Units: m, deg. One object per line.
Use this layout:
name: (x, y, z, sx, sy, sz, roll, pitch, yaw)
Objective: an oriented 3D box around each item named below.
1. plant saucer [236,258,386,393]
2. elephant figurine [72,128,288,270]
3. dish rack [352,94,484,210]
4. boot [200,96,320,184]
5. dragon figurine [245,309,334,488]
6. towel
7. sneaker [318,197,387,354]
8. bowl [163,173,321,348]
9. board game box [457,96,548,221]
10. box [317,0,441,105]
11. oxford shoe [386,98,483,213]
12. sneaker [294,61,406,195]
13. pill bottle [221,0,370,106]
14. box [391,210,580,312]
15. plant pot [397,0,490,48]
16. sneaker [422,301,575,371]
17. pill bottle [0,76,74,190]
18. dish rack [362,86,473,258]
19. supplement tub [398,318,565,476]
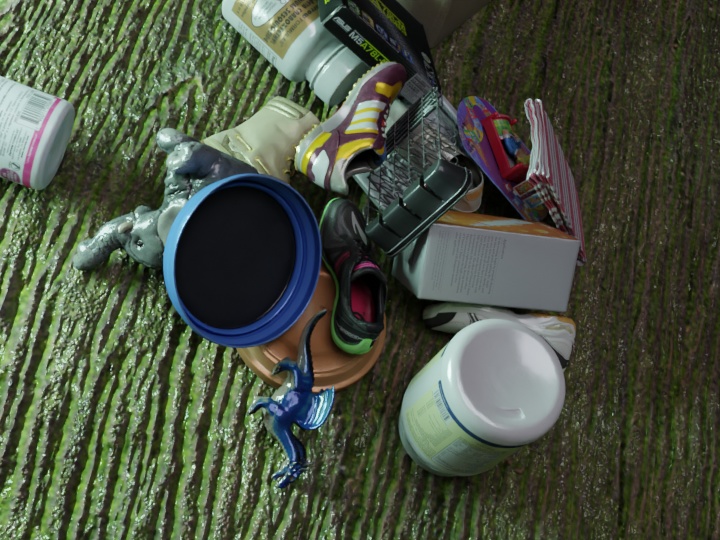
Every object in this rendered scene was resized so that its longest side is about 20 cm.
plant saucer: (-0.062, 0.057, 1.248, 0.200, 0.032, 0.200, 7, 64, -15)
elephant figurine: (-0.216, -0.056, 1.200, 0.155, 0.141, 0.200, 27, 93, 36)
dish rack: (0.066, -0.160, 1.388, 0.200, 0.044, 0.172, -34, 78, -28)
boot: (-0.093, -0.131, 1.301, 0.200, 0.073, 0.155, 42, 59, 17)
dragon figurine: (-0.065, 0.150, 1.164, 0.099, 0.059, 0.200, 31, 77, -5)
towel: (0.263, -0.117, 1.361, 0.030, 0.200, 0.146, -14, 49, 21)
sneaker: (0.000, 0.000, 1.225, 0.077, 0.084, 0.200, 3, 66, -32)
bowl: (-0.135, -0.012, 1.154, 0.200, 0.039, 0.201, -10, 106, -38)
board game box: (0.213, -0.165, 1.387, 0.200, 0.039, 0.158, 47, 36, -16)
box: (0.022, -0.334, 1.369, 0.200, 0.048, 0.193, 36, 32, -32)
oxford shoe: (0.095, -0.162, 1.342, 0.075, 0.058, 0.200, -35, 79, -28)
sneaker: (0.010, -0.175, 1.264, 0.090, 0.075, 0.200, 35, 72, 19)
pill bottle: (-0.083, -0.324, 1.376, 0.200, 0.114, 0.114, 44, 60, 6)
box: (0.157, -0.016, 1.284, 0.200, 0.124, 0.098, 6, 102, -16)
plant pot: (0.120, -0.492, 1.488, 0.200, 0.177, 0.200, 44, 60, 5)
sneaker: (0.175, 0.090, 1.286, 0.200, 0.076, 0.088, 9, 85, -1)
pill bottle: (-0.452, -0.180, 1.185, 0.200, 0.113, 0.113, 21, 61, -8)
dish rack: (0.065, -0.130, 1.248, 0.055, 0.153, 0.200, 32, 36, -25)
supplement tub: (0.132, 0.155, 1.166, 0.145, 0.200, 0.145, 7, 63, -15)
